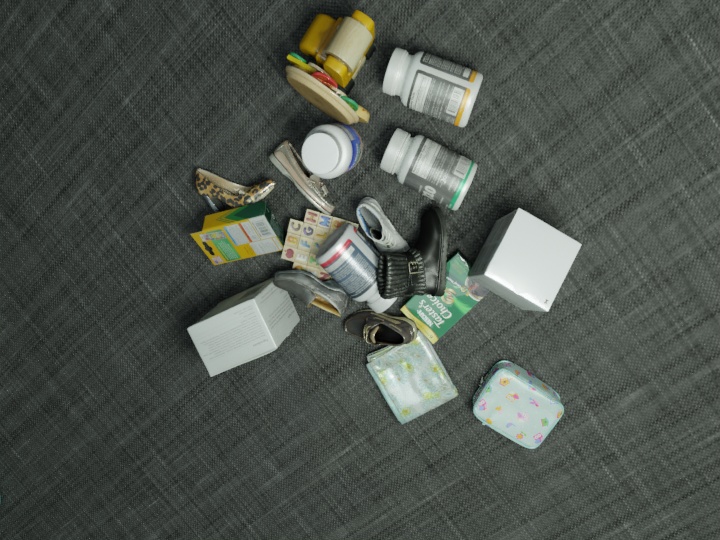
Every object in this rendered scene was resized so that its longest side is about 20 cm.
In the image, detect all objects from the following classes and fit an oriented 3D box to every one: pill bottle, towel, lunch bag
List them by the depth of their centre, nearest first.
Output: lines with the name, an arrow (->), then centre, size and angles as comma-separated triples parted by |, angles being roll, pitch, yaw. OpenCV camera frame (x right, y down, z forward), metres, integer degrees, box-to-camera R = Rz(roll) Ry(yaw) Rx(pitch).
pill bottle -> 0.152, -0.394, 1.262 | 0.195, 0.116, 0.119 | 22, 108, 5
pill bottle -> -0.064, -0.262, 1.294 | 0.109, 0.200, 0.116 | 3, 106, 10
pill bottle -> 0.149, -0.227, 1.308 | 0.196, 0.113, 0.115 | 27, 108, 3
pill bottle -> 0.000, 0.000, 1.389 | 0.119, 0.120, 0.200 | -40, 106, 18
lunch bag -> 0.372, 0.325, 1.431 | 0.197, 0.077, 0.163 | 31, 110, 2
towel -> 0.126, 0.265, 1.479 | 0.169, 0.048, 0.203 | -29, 98, 18

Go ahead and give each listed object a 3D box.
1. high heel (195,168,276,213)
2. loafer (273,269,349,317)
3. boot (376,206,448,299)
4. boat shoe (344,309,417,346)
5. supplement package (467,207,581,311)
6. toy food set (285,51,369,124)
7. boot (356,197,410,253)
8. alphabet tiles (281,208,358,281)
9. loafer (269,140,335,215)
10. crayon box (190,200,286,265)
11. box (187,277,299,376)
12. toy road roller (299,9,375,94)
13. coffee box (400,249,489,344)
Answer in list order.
high heel -> -0.306, -0.213, 1.421 | 0.197, 0.072, 0.145 | -25, 104, 24
loafer -> -0.120, 0.053, 1.431 | 0.194, 0.074, 0.073 | 14, 149, -3
boot -> 0.114, -0.042, 1.330 | 0.153, 0.079, 0.218 | 2, 82, -15
boat shoe -> 0.040, 0.140, 1.430 | 0.195, 0.073, 0.077 | 1, 103, 30
supplement package -> 0.341, -0.018, 1.261 | 0.149, 0.200, 0.153 | 29, 88, 2
toy food set -> -0.077, -0.382, 1.270 | 0.198, 0.198, 0.049 | 36, 93, 20
boot -> 0.052, -0.073, 1.377 | 0.073, 0.096, 0.202 | -34, 96, 17
alphabet tiles -> -0.088, -0.051, 1.435 | 0.194, 0.006, 0.171 | 15, 108, -7
loafer -> -0.128, -0.219, 1.391 | 0.200, 0.072, 0.063 | 44, 101, 0
crayon box -> -0.293, -0.088, 1.432 | 0.194, 0.053, 0.127 | -12, 140, 13
box -> -0.277, 0.131, 1.442 | 0.196, 0.199, 0.133 | -23, 99, 16
toy road roller -> -0.056, -0.472, 1.237 | 0.144, 0.200, 0.125 | 33, 92, -2
coffee box -> 0.203, 0.065, 1.411 | 0.123, 0.044, 0.200 | 45, 108, -3
